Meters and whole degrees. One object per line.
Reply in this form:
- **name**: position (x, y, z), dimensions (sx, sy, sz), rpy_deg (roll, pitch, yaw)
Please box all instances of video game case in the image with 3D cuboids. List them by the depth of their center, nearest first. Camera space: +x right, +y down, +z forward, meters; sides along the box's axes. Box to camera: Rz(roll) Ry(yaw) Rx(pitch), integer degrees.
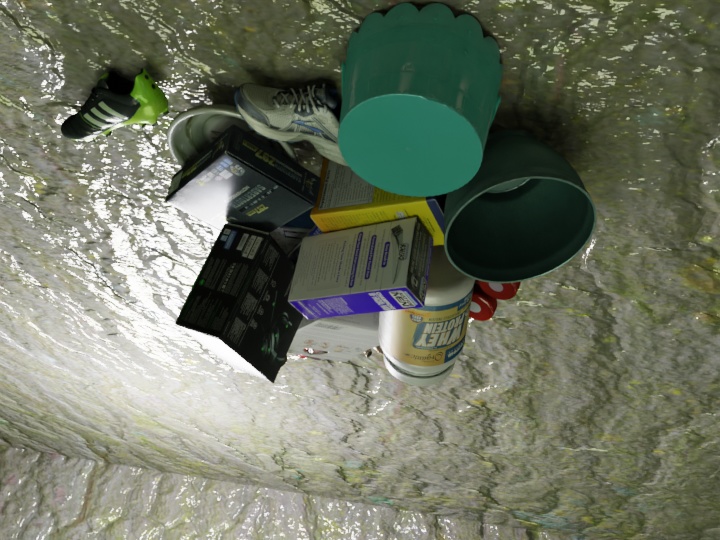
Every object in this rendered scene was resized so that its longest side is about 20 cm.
- **video game case**: position (-0.155, -0.049, 1.280), dimensions (0.194, 0.046, 0.183), rpy_deg (7, 150, 7)

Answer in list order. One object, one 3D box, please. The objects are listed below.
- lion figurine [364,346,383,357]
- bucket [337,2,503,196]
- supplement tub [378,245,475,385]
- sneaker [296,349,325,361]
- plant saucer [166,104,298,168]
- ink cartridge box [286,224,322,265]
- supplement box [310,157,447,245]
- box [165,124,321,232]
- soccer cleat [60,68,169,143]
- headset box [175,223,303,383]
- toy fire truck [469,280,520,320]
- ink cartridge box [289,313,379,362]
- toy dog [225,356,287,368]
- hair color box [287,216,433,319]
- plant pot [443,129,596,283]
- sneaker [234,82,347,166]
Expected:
- **lion figurine**: position (0.019, 0.139, 1.509), dimensions (0.122, 0.073, 0.199), rpy_deg (31, 176, 43)
- **bucket**: position (0.067, -0.196, 0.870), dimensions (0.201, 0.138, 0.209), rpy_deg (10, 150, 6)
- **supplement tub**: position (0.099, 0.064, 1.126), dimensions (0.140, 0.146, 0.204), rpy_deg (7, 130, 7)
- **sneaker**: position (-0.083, 0.144, 1.549), dimensions (0.095, 0.073, 0.201), rpy_deg (14, 156, -7)
- **plant saucer**: position (-0.182, -0.183, 1.059), dimensions (0.194, 0.051, 0.202), rpy_deg (9, 151, 5)
- **ink cartridge box**: position (-0.073, -0.007, 1.207), dimensions (0.099, 0.039, 0.200), rpy_deg (42, 143, -6)
- **supplement box**: position (0.041, -0.104, 1.058), dimensions (0.195, 0.111, 0.110), rpy_deg (-4, 147, 26)
- **box**: position (-0.175, -0.118, 1.066), dimensions (0.156, 0.052, 0.198), rpy_deg (28, 149, -31)
- **soccer cleat**: position (-0.359, -0.237, 1.031), dimensions (0.195, 0.068, 0.082), rpy_deg (-7, 128, 27)
- **headset box**: position (-0.170, 0.058, 1.143), dimensions (0.091, 0.178, 0.201), rpy_deg (13, 159, 28)
- **toy fire truck**: position (0.178, -0.028, 1.158), dimensions (0.166, 0.113, 0.201), rpy_deg (33, 148, 1)
- **ink cartridge box**: position (-0.049, 0.112, 1.327), dimensions (0.197, 0.046, 0.175), rpy_deg (14, 150, -38)
- **toy dog**: position (-0.190, 0.131, 1.431), dimensions (0.188, 0.144, 0.200), rpy_deg (-6, -170, -5)
- **hair color box**: position (0.000, 0.000, 1.027), dimensions (0.196, 0.112, 0.065), rpy_deg (-9, 146, 33)
- **plant pot**: position (0.200, -0.099, 0.967), dimensions (0.194, 0.137, 0.203), rpy_deg (-3, 141, -2)
- **sneaker**: position (-0.069, -0.216, 0.962), dimensions (0.195, 0.079, 0.085), rpy_deg (15, 141, -22)
